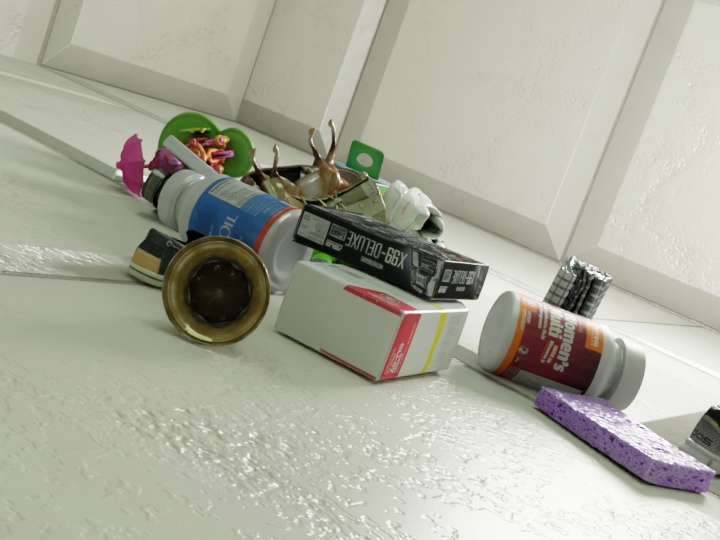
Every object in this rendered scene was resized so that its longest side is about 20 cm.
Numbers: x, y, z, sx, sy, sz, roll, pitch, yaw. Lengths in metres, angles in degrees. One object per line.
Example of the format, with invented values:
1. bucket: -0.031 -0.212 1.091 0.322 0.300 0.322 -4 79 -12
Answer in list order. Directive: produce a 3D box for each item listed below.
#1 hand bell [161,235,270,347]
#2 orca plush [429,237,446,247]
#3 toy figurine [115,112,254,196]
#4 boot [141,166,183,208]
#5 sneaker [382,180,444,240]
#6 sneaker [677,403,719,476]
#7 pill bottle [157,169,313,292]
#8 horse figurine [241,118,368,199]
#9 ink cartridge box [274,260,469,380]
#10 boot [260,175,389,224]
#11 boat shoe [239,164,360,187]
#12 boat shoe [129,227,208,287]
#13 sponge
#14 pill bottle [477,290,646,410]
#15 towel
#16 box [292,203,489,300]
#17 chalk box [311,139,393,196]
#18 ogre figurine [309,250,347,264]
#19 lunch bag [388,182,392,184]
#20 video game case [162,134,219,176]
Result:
1. hand bell: -0.141 0.026 1.097 0.103 0.105 0.200 20 -4 -1
2. orca plush: 0.085 -0.004 1.676 0.070 0.106 0.201 -4 38 18
3. toy figurine: -0.298 -0.174 1.701 0.198 0.152 0.184 -1 12 27
4. boot: -0.228 -0.082 1.579 0.173 0.070 0.200 31 5 4
5. sneaker: 0.091 -0.079 1.668 0.099 0.078 0.200 36 10 14
6. sneaker: 0.494 0.222 1.292 0.198 0.088 0.074 21 8 -2
7. pill bottle: -0.167 -0.059 1.381 0.199 0.113 0.112 25 10 28
8. horse figurine: -0.085 -0.135 1.561 0.198 0.134 0.050 -23 19 -17
9. ink cartridge box: 0.019 0.055 1.209 0.144 0.084 0.199 24 10 26
10. boot: -0.047 -0.092 1.513 0.072 0.153 0.200 64 3 37
11. boat shoe: -0.089 -0.130 1.625 0.197 0.073 0.060 -2 -19 10
12. boat shoe: -0.182 -0.011 1.220 0.074 0.063 0.199 24 8 32
13. sponge: 0.300 0.191 1.219 0.111 0.030 0.200 16 11 -32
14. pill bottle: 0.261 0.108 1.372 0.198 0.111 0.110 19 9 -8
15. towel: 0.296 0.068 1.520 0.085 0.167 0.200 28 10 10
16. box: 0.039 -0.022 1.288 0.198 0.050 0.157 23 8 25
17. chalk box: -0.017 -0.106 1.714 0.124 0.202 0.123 26 9 25
18. ogre figurine: 0.000 0.000 1.489 0.198 0.099 0.120 -13 36 -19
19. lunch bag: -0.013 -0.105 1.924 0.198 0.141 0.168 19 8 -8
20. video game case: -0.189 -0.106 1.574 0.200 0.022 0.182 40 -5 21
